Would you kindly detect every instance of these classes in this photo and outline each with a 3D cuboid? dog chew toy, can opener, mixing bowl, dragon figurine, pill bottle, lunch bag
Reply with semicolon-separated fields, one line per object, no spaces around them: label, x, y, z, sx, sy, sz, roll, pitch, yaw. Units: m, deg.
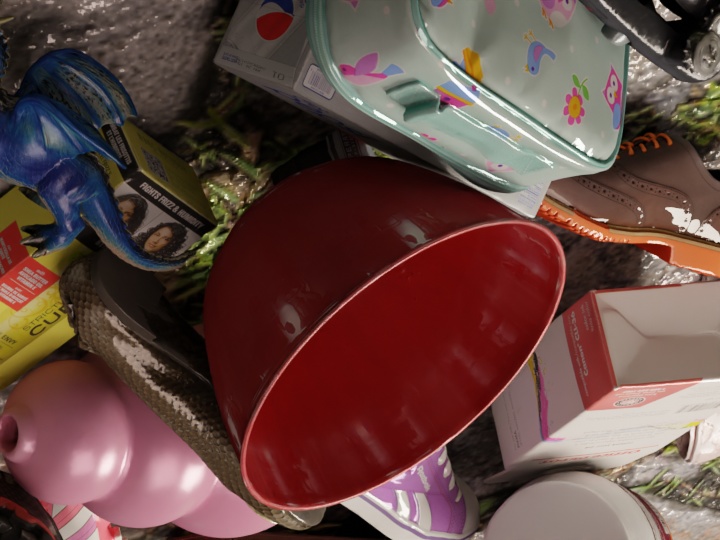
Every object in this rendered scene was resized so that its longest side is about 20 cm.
dog chew toy;-0.113;0.089;1.243;0.200;0.125;0.125;3;135;-43
can opener;0.123;-0.144;1.057;0.200;0.079;0.063;24;104;-51
mixing bowl;-0.006;0.015;1.138;0.200;0.108;0.200;-30;150;-19
dragon figurine;-0.144;-0.065;1.066;0.200;0.059;0.099;32;120;-20
pill bottle;0.145;0.192;1.471;0.114;0.114;0.200;-31;166;8
lunch bag;0.052;-0.129;1.061;0.077;0.161;0.200;-8;157;37

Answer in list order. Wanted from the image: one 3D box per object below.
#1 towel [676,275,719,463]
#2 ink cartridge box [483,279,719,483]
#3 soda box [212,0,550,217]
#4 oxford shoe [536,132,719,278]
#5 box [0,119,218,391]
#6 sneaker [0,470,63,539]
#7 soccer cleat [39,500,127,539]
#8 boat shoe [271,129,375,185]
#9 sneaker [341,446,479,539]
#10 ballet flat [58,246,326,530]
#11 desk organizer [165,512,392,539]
towel;0.317;0.047;1.519;0.199;0.032;0.191;-15;141;-11
ink cartridge box;0.156;0.073;1.401;0.116;0.068;0.200;-4;159;-24
soda box;0.022;-0.093;1.149;0.200;0.068;0.064;25;88;-45
oxford shoe;0.150;-0.053;1.299;0.200;0.071;0.073;15;100;-37
box;-0.177;0.003;1.181;0.200;0.050;0.075;-35;142;13
sneaker;-0.238;0.126;1.210;0.071;0.200;0.098;-59;168;0
soccer cleat;-0.183;0.155;1.346;0.076;0.067;0.200;-12;143;-6
boat shoe;0.000;0.000;1.262;0.066;0.070;0.200;-21;141;3
sneaker;0.041;0.109;1.408;0.114;0.073;0.200;-41;139;14
ballet flat;-0.090;0.067;1.174;0.046;0.067;0.200;-29;119;26
desk organizer;-0.021;0.191;1.462;0.200;0.077;0.072;8;131;-35
